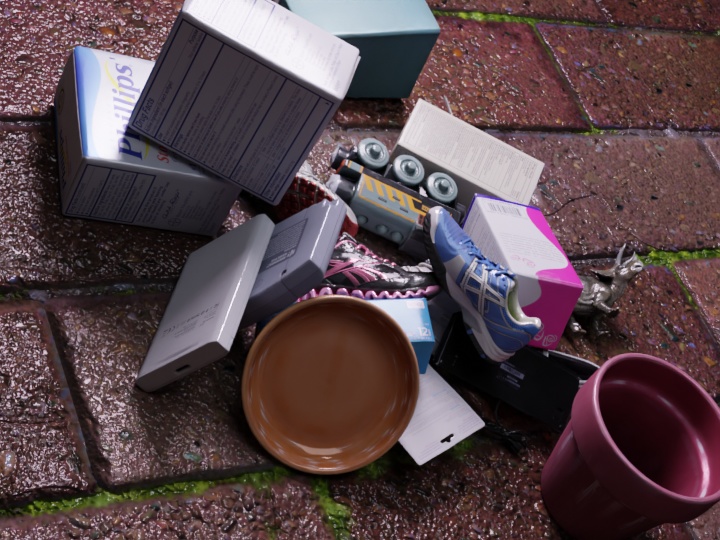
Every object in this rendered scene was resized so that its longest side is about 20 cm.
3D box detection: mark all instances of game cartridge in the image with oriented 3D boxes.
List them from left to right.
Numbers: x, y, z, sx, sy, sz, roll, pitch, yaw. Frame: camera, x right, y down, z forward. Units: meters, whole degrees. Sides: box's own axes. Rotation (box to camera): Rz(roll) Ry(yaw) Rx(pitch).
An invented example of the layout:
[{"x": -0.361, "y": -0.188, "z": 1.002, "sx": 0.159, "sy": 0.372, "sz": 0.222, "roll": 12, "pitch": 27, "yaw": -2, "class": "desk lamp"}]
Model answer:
[{"x": -0.107, "y": 0.003, "z": 1.498, "sx": 0.041, "sy": 0.199, "sz": 0.134, "roll": 48, "pitch": 38, "yaw": -22, "class": "game cartridge"}]

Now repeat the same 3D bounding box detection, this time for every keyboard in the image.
[{"x": 0.173, "y": 0.146, "z": 1.628, "sx": 0.199, "sy": 0.021, "sz": 0.128, "roll": 29, "pitch": 75, "yaw": -18, "class": "keyboard"}]

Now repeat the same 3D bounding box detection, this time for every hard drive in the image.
[{"x": -0.170, "y": 0.034, "z": 1.472, "sx": 0.027, "sy": 0.131, "sz": 0.201, "roll": 44, "pitch": 38, "yaw": -26, "class": "hard drive"}]

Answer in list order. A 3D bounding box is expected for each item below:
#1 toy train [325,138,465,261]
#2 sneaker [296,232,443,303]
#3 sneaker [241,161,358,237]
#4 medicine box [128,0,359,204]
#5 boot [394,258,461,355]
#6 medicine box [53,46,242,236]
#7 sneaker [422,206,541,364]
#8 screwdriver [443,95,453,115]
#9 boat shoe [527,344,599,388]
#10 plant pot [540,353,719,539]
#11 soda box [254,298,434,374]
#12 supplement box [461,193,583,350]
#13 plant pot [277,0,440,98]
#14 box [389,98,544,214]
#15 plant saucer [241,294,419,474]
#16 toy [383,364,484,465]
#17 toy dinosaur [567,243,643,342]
[{"x": 0.045, "y": -0.091, "z": 1.757, "sx": 0.199, "sy": 0.085, "sz": 0.115, "roll": 25, "pitch": 53, "yaw": -11, "class": "toy train"}, {"x": 0.000, "y": 0.000, "z": 1.584, "sx": 0.198, "sy": 0.079, "sz": 0.096, "roll": -1, "pitch": 78, "yaw": 0, "class": "sneaker"}, {"x": -0.077, "y": -0.108, "z": 1.677, "sx": 0.200, "sy": 0.078, "sz": 0.082, "roll": 39, "pitch": 35, "yaw": 20, "class": "sneaker"}, {"x": -0.133, "y": -0.205, "z": 1.502, "sx": 0.199, "sy": 0.182, "sz": 0.103, "roll": 28, "pitch": 43, "yaw": -9, "class": "medicine box"}, {"x": 0.061, "y": 0.014, "z": 1.648, "sx": 0.200, "sy": 0.096, "sz": 0.074, "roll": 41, "pitch": 5, "yaw": -4, "class": "boot"}, {"x": -0.257, "y": -0.154, "z": 1.598, "sx": 0.199, "sy": 0.103, "sz": 0.183, "roll": 8, "pitch": 49, "yaw": -28, "class": "medicine box"}, {"x": 0.142, "y": 0.008, "z": 1.574, "sx": 0.201, "sy": 0.077, "sz": 0.076, "roll": 59, "pitch": 27, "yaw": -5, "class": "sneaker"}, {"x": 0.152, "y": -0.175, "z": 1.934, "sx": 0.029, "sy": 0.028, "sz": 0.201, "roll": 36, "pitch": 31, "yaw": -48, "class": "screwdriver"}, {"x": 0.218, "y": 0.121, "z": 1.687, "sx": 0.199, "sy": 0.069, "sz": 0.072, "roll": 22, "pitch": 44, "yaw": -15, "class": "boat shoe"}, {"x": 0.312, "y": 0.228, "z": 1.574, "sx": 0.199, "sy": 0.179, "sz": 0.201, "roll": 18, "pitch": 46, "yaw": -19, "class": "plant pot"}, {"x": -0.020, "y": 0.079, "z": 1.527, "sx": 0.198, "sy": 0.068, "sz": 0.065, "roll": -1, "pitch": 51, "yaw": -11, "class": "soda box"}, {"x": 0.197, "y": 0.000, "z": 1.709, "sx": 0.100, "sy": 0.104, "sz": 0.200, "roll": 12, "pitch": 27, "yaw": -17, "class": "supplement box"}, {"x": -0.021, "y": -0.336, "z": 1.886, "sx": 0.199, "sy": 0.142, "sz": 0.142, "roll": -8, "pitch": 58, "yaw": -28, "class": "plant pot"}, {"x": 0.142, "y": -0.141, "z": 1.836, "sx": 0.199, "sy": 0.078, "sz": 0.095, "roll": 28, "pitch": 57, "yaw": -2, "class": "box"}, {"x": -0.034, "y": 0.124, "z": 1.467, "sx": 0.199, "sy": 0.201, "sz": 0.037, "roll": 22, "pitch": 4, "yaw": -14, "class": "plant saucer"}, {"x": 0.038, "y": 0.143, "z": 1.570, "sx": 0.115, "sy": 0.047, "sz": 0.200, "roll": -25, "pitch": 64, "yaw": -37, "class": "toy"}, {"x": 0.293, "y": 0.039, "z": 1.816, "sx": 0.198, "sy": 0.077, "sz": 0.103, "roll": -9, "pitch": 46, "yaw": -6, "class": "toy dinosaur"}]
